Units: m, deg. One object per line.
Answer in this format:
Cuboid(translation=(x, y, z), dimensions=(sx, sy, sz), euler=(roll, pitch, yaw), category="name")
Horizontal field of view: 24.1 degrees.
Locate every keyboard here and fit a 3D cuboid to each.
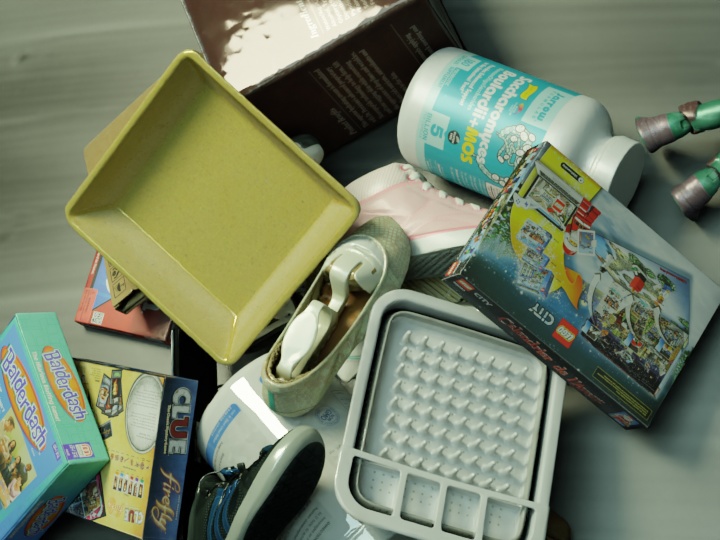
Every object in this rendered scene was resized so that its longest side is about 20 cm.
Cuboid(translation=(-0.150, 0.154, 1.468), dimensions=(0.039, 0.104, 0.202), euler=(-9, 72, 21), category="keyboard")

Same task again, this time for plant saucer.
Cuboid(translation=(-0.121, -0.055, 1.428), dimensions=(0.200, 0.048, 0.200), euler=(42, 114, 2), category="plant saucer")

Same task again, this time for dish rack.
Cuboid(translation=(0.070, 0.126, 1.324), dimensions=(0.170, 0.044, 0.201), euler=(17, 62, -8), category="dish rack")

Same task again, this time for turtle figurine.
Cuboid(translation=(0.334, -0.132, 1.387), dimensions=(0.199, 0.101, 0.150), euler=(-29, 65, 16), category="turtle figurine")

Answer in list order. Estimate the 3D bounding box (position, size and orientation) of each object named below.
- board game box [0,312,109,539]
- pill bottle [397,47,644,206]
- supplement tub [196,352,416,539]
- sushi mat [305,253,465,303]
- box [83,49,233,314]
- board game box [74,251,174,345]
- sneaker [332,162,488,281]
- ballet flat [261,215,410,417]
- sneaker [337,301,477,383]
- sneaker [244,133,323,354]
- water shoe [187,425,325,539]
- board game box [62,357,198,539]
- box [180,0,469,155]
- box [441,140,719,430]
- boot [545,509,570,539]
Cuboid(translation=(-0.308, 0.155, 1.504), dimensions=(0.200, 0.045, 0.153), euler=(-46, 58, 39), category="board game box")
Cuboid(translation=(0.139, -0.111, 1.441), dimensions=(0.199, 0.111, 0.111), euler=(24, 82, 25), category="pill bottle")
Cuboid(translation=(-0.032, 0.173, 1.400), dimensions=(0.132, 0.132, 0.200), euler=(-44, 64, 2), category="supplement tub")
Cuboid(translation=(0.000, 0.000, 1.511), dimensions=(0.200, 0.012, 0.096), euler=(37, 87, 27), category="sushi mat")
Cuboid(translation=(-0.184, -0.083, 1.549), dimensions=(0.163, 0.021, 0.201), euler=(-38, 48, 25), category="box")
Cuboid(translation=(-0.195, -0.036, 1.593), dimensions=(0.102, 0.019, 0.201), euler=(11, 77, 22), category="board game box")
Cuboid(translation=(0.070, -0.049, 1.461), dimensions=(0.199, 0.075, 0.105), euler=(-5, 64, 12), category="sneaker")
Cuboid(translation=(-0.018, 0.029, 1.366), dimensions=(0.067, 0.062, 0.201), euler=(20, 66, 21), category="ballet flat")
Cuboid(translation=(0.069, 0.064, 1.433), dimensions=(0.199, 0.070, 0.081), euler=(4, 91, 13), category="sneaker")
Cuboid(translation=(-0.066, -0.014, 1.503), dimensions=(0.115, 0.076, 0.201), euler=(35, 98, 18), category="sneaker")
Cuboid(translation=(-0.099, 0.184, 1.325), dimensions=(0.079, 0.071, 0.201), euler=(46, 124, 24), category="water shoe")
Cuboid(translation=(-0.213, 0.151, 1.460), dimensions=(0.199, 0.034, 0.137), euler=(5, 87, 54), category="board game box")
Cuboid(translation=(-0.033, -0.227, 1.513), dimensions=(0.199, 0.166, 0.165), euler=(-28, 66, 9), category="box")
Cuboid(translation=(0.181, 0.013, 1.346), dimensions=(0.200, 0.038, 0.137), euler=(39, 71, -11), category="box")
Cuboid(translation=(0.102, 0.149, 1.371), dimensions=(0.200, 0.074, 0.076), euler=(39, 90, 9), category="boot")
